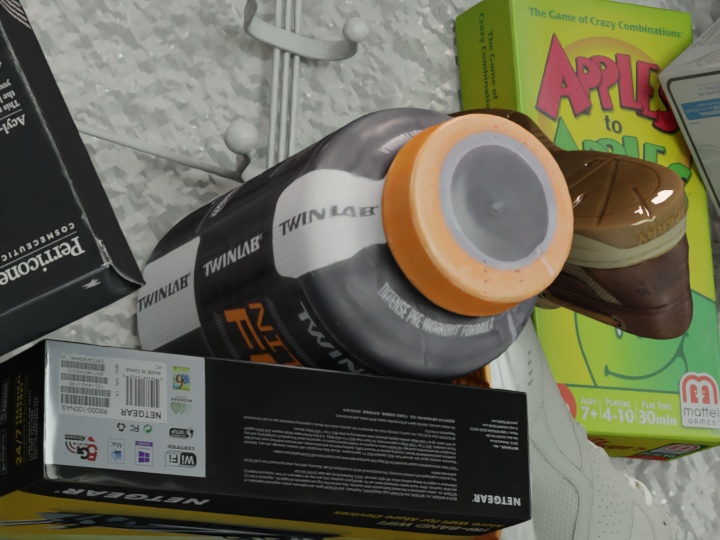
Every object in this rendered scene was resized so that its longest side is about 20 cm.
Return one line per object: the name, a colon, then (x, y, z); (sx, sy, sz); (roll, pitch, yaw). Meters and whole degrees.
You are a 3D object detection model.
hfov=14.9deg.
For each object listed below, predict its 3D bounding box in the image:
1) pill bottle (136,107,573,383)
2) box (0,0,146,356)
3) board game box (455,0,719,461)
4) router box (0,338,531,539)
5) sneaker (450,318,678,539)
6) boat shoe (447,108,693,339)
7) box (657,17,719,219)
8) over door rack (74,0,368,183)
pill bottle: (0.000, 0.000, 1.067); (0.106, 0.200, 0.107); (9, 71, -28)
box: (-0.193, -0.017, 0.923); (0.199, 0.079, 0.142); (-25, 80, 2)
board game box: (0.102, -0.020, 1.226); (0.101, 0.048, 0.201); (5, 74, -29)
router box: (-0.060, 0.076, 1.036); (0.199, 0.157, 0.052); (7, 73, -28)
sneaker: (0.084, 0.094, 1.143); (0.092, 0.076, 0.201); (-20, 109, -23)
boat shoe: (0.069, -0.015, 1.131); (0.072, 0.200, 0.072); (-32, 117, -25)
box: (0.223, -0.032, 1.259); (0.117, 0.060, 0.200); (-43, 114, -39)
over door rack: (-0.082, -0.116, 1.131); (0.199, 0.067, 0.148); (11, 70, -28)
